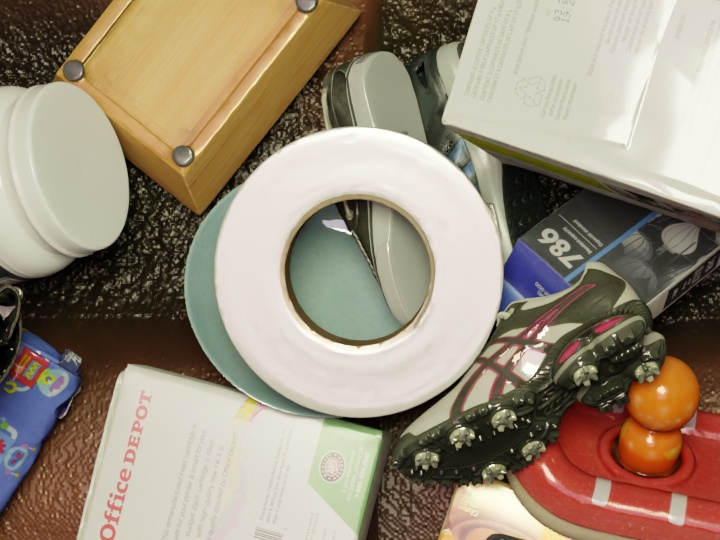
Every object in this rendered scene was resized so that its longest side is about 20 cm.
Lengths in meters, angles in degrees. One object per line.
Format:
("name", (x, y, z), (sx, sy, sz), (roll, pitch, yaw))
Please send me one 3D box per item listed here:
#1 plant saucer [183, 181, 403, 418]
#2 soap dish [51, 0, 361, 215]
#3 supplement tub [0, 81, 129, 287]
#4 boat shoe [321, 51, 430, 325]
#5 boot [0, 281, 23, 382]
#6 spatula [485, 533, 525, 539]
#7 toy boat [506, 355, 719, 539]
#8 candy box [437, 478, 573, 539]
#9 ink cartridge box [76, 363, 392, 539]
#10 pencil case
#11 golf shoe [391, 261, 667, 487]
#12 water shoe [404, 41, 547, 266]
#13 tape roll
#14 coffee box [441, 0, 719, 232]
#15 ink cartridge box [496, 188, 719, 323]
("plant saucer", (-0.031, 0.019, 1.244), (0.200, 0.039, 0.202), (4, 65, -8))
("soap dish", (-0.122, -0.168, 1.272), (0.157, 0.081, 0.200), (39, 90, 9))
("supplement tub", (-0.286, -0.054, 1.233), (0.199, 0.140, 0.141), (-13, 83, 24))
("boat shoe", (0.017, -0.056, 1.228), (0.063, 0.070, 0.201), (-13, 85, 45))
("boot", (-0.301, 0.068, 1.217), (0.069, 0.200, 0.174), (35, 115, -29))
("spatula", (0.182, 0.217, 1.172), (0.199, 0.021, 0.057), (13, 73, 11))
("toy boat", (0.199, 0.115, 1.165), (0.199, 0.131, 0.131), (11, 125, 7))
("candy box", (0.149, 0.229, 1.216), (0.199, 0.055, 0.116), (19, 88, 8))
("ink cartridge box", (-0.091, 0.163, 1.238), (0.199, 0.088, 0.146), (14, 87, 7))
("pencil case", (-0.283, 0.136, 1.272), (0.087, 0.078, 0.201), (30, 89, -25))
("golf shoe", (0.106, 0.074, 1.128), (0.199, 0.077, 0.088), (-31, 46, 9))
("water shoe", (0.082, -0.067, 1.254), (0.079, 0.071, 0.201), (-18, 84, 34))
("tape roll", (0.000, 0.000, 1.163), (0.202, 0.037, 0.204), (0, 94, 3))
("coffee box", (0.192, -0.146, 1.095), (0.199, 0.198, 0.201), (19, 92, 17))
("ink cartridge box", (0.183, -0.013, 1.190), (0.200, 0.039, 0.099), (-37, 66, -21))
